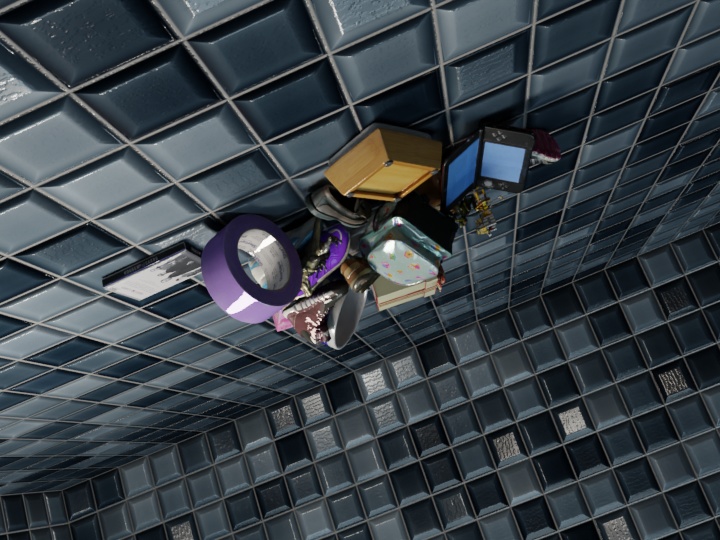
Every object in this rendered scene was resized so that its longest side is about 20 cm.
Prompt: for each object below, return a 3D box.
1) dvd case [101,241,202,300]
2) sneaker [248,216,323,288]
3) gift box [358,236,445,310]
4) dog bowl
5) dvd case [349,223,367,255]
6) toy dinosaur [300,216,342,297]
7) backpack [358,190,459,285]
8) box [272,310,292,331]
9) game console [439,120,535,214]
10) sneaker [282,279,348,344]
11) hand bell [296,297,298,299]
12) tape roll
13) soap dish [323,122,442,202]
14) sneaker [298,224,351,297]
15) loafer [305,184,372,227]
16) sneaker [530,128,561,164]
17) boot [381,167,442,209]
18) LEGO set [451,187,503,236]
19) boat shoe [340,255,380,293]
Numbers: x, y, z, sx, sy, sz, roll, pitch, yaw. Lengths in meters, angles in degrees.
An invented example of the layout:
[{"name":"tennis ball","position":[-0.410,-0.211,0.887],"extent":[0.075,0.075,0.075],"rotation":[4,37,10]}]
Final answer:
[{"name":"dvd case","position":[-0.426,0.005,1.587],"extent":[0.196,0.025,0.150],"rotation":[-23,164,7]},{"name":"sneaker","position":[-0.165,-0.053,1.646],"extent":[0.200,0.081,0.076],"rotation":[-43,161,4]},{"name":"gift box","position":[0.107,-0.012,1.844],"extent":[0.182,0.189,0.200],"rotation":[-18,171,-3]},{"name":"dog bowl","position":[-0.053,0.082,1.813],"extent":[0.077,0.204,0.200],"rotation":[19,173,16]},{"name":"dvd case","position":[0.041,-0.096,1.856],"extent":[0.196,0.018,0.142],"rotation":[-25,162,12]},{"name":"toy dinosaur","position":[-0.085,-0.042,1.540],"extent":[0.047,0.205,0.087],"rotation":[14,-178,-38]},{"name":"backpack","position":[0.093,-0.060,1.608],"extent":[0.174,0.156,0.199],"rotation":[30,156,-21]},{"name":"box","position":[-0.152,0.069,2.000],"extent":[0.172,0.099,0.201],"rotation":[-16,163,-15]},{"name":"game console","position":[0.260,-0.196,1.542],"extent":[0.168,0.121,0.201],"rotation":[12,152,10]},{"name":"sneaker","position":[-0.079,0.100,1.683],"extent":[0.198,0.117,0.075],"rotation":[-24,-170,40]},{"name":"hand bell","position":[-0.123,0.010,1.748],"extent":[0.102,0.106,0.201],"rotation":[-11,148,-30]},{"name":"tape roll","position":[-0.216,-0.004,1.501],"extent":[0.084,0.204,0.197],"rotation":[-31,161,37]},{"name":"soap dish","position":[0.050,-0.200,1.423],"extent":[0.156,0.083,0.197],"rotation":[-33,159,36]},{"name":"sneaker","position":[-0.103,-0.017,1.618],"extent":[0.201,0.070,0.099],"rotation":[-49,159,16]},{"name":"loafer","position":[-0.030,-0.137,1.551],"extent":[0.063,0.073,0.198],"rotation":[-38,157,30]},{"name":"sneaker","position":[0.352,-0.257,1.638],"extent":[0.196,0.075,0.087],"rotation":[-4,158,-31]},{"name":"boot","position":[0.117,-0.168,1.654],"extent":[0.152,0.079,0.200],"rotation":[-16,171,0]},{"name":"LEGO set","position":[0.265,-0.134,1.831],"extent":[0.150,0.118,0.200],"rotation":[-20,164,-2]},{"name":"boat shoe","position":[0.000,0.000,1.670],"extent":[0.076,0.074,0.200],"rotation":[-44,173,3]}]
